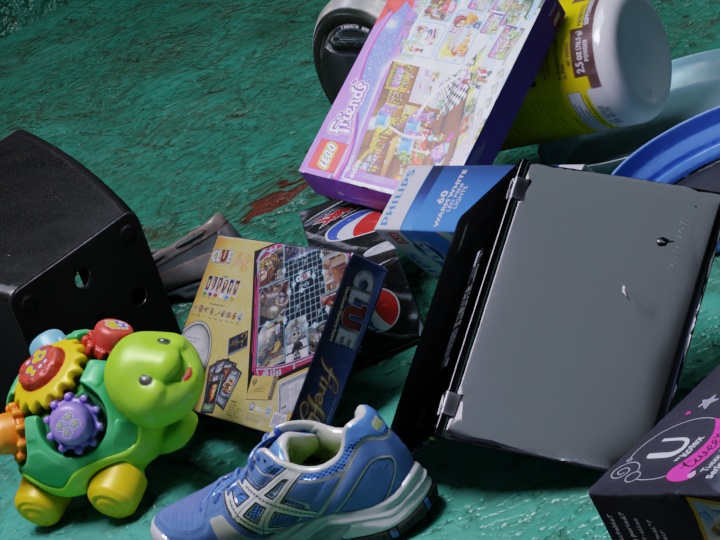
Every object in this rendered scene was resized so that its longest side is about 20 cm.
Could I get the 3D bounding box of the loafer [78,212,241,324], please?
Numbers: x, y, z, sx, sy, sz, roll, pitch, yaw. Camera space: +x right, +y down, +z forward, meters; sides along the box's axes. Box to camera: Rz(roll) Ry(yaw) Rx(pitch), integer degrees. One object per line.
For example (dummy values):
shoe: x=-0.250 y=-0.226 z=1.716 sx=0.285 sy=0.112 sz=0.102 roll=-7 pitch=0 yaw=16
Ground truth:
loafer: x=-0.183 y=-0.004 z=1.968 sx=0.199 sy=0.063 sz=0.072 roll=-15 pitch=21 yaw=29

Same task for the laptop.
laptop: x=0.115 y=0.041 z=1.396 sx=0.200 sy=0.115 sz=0.188 roll=137 pitch=155 yaw=-68

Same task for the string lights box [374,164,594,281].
string lights box: x=0.112 y=-0.024 z=1.561 sx=0.200 sy=0.103 sz=0.059 roll=3 pitch=60 yaw=56

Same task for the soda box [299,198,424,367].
soda box: x=0.000 y=0.000 z=1.708 sx=0.063 sy=0.071 sz=0.200 roll=-21 pitch=19 yaw=0

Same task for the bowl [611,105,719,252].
bowl: x=0.271 y=-0.071 z=1.602 sx=0.200 sy=0.040 sz=0.201 roll=-23 pitch=18 yaw=8

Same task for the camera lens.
camera lens: x=0.067 y=-0.214 z=2.062 sx=0.200 sy=0.161 sz=0.160 roll=-37 pitch=22 yaw=-33

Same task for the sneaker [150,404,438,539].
sneaker: x=-0.050 y=0.133 z=1.402 sx=0.199 sy=0.077 sz=0.076 roll=-17 pitch=21 yaw=27

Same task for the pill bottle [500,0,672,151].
pill bottle: x=0.141 y=-0.157 z=1.802 sx=0.199 sy=0.110 sz=0.109 roll=-10 pitch=24 yaw=36

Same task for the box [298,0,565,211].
box: x=0.056 y=-0.137 z=1.727 sx=0.136 sy=0.039 sz=0.201 roll=16 pitch=70 yaw=33

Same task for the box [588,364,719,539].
box: x=0.225 y=0.101 z=1.050 sx=0.200 sy=0.133 sz=0.114 roll=-38 pitch=19 yaw=-34

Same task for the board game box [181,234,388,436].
board game box: x=-0.066 y=0.048 z=1.603 sx=0.200 sy=0.035 sz=0.136 roll=9 pitch=77 yaw=59

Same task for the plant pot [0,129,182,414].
plant pot: x=-0.259 y=0.027 z=1.808 sx=0.177 sy=0.200 sz=0.200 roll=13 pitch=40 yaw=44

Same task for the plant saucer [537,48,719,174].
plant saucer: x=0.239 y=-0.121 z=1.800 sx=0.199 sy=0.028 sz=0.200 roll=-22 pitch=19 yaw=8

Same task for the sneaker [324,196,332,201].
sneaker: x=0.028 y=-0.066 z=1.856 sx=0.075 sy=0.115 sz=0.200 roll=-31 pitch=-15 yaw=-18

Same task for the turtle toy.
turtle toy: x=-0.181 y=0.092 z=1.584 sx=0.199 sy=0.101 sz=0.146 roll=-11 pitch=44 yaw=39
